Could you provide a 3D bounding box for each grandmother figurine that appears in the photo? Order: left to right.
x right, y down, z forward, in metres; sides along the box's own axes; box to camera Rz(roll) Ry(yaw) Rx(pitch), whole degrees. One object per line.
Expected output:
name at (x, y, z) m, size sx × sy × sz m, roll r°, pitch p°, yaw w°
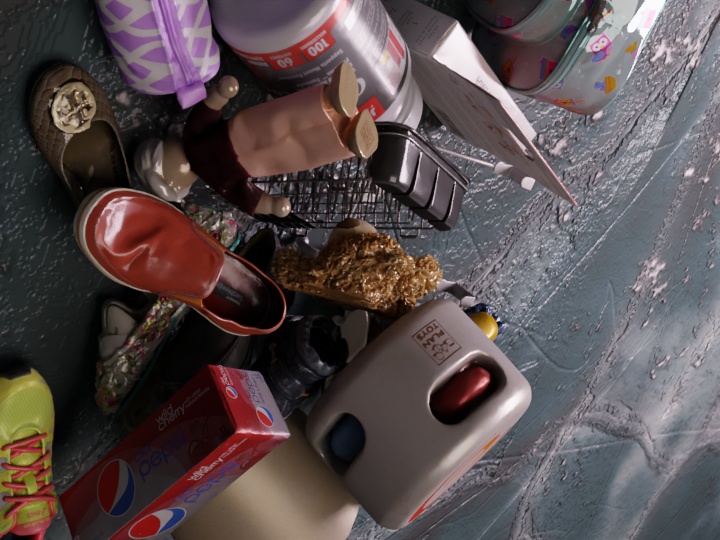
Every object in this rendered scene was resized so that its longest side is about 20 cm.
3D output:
grandmother figurine at (-0.087, -0.093, 0.947) m, size 0.061 × 0.198 × 0.123 m, roll -55°, pitch 130°, yaw -58°

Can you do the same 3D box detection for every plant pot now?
plant pot at (-0.124, 0.170, 1.134) m, size 0.187 × 0.187 × 0.201 m, roll -43°, pitch 128°, yaw -12°

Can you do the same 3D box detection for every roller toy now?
roller toy at (0.049, 0.120, 1.098) m, size 0.200 × 0.140 × 0.182 m, roll -45°, pitch 167°, yaw 8°

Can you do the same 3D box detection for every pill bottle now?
pill bottle at (-0.026, -0.175, 0.985) m, size 0.116 × 0.116 × 0.200 m, roll -50°, pitch 146°, yaw -4°

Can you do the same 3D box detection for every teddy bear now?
teddy bear at (0.000, 0.000, 1.071) m, size 0.200 × 0.143 × 0.068 m, roll 29°, pitch 71°, yaw -65°

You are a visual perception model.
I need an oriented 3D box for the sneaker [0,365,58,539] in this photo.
sneaker at (-0.279, 0.172, 1.019) m, size 0.078 × 0.090 × 0.202 m, roll -14°, pitch 127°, yaw -38°

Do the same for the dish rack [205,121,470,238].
dish rack at (-0.023, -0.070, 1.035) m, size 0.153 × 0.198 × 0.055 m, roll 32°, pitch 62°, yaw -59°

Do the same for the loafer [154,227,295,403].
loafer at (-0.120, 0.038, 1.063) m, size 0.201 × 0.072 × 0.073 m, roll -59°, pitch 152°, yaw -50°

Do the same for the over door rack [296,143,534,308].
over door rack at (0.049, -0.060, 1.190) m, size 0.198 × 0.067 × 0.149 m, roll 17°, pitch 107°, yaw -30°

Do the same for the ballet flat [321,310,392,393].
ballet flat at (-0.008, 0.092, 1.261) m, size 0.073 × 0.073 × 0.202 m, roll -8°, pitch 121°, yaw -43°

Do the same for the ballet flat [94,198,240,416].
ballet flat at (-0.178, 0.025, 1.042) m, size 0.064 × 0.076 × 0.201 m, roll 35°, pitch 87°, yaw -23°

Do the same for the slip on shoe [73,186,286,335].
slip on shoe at (-0.134, -0.005, 0.960) m, size 0.199 × 0.061 × 0.075 m, roll 34°, pitch 73°, yaw -37°

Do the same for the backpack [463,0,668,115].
backpack at (0.181, -0.248, 1.107) m, size 0.152 × 0.176 × 0.202 m, roll 4°, pitch 115°, yaw -31°

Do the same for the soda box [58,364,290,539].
soda box at (-0.153, 0.158, 0.996) m, size 0.200 × 0.064 × 0.070 m, roll -41°, pitch 150°, yaw 24°

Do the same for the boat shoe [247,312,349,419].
boat shoe at (-0.048, 0.073, 1.119) m, size 0.091 × 0.071 × 0.200 m, roll -39°, pitch -171°, yaw 17°

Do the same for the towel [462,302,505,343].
towel at (0.082, 0.093, 1.293) m, size 0.110 × 0.049 × 0.200 m, roll -19°, pitch 166°, yaw -10°

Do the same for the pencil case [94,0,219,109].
pencil case at (-0.149, -0.216, 0.848) m, size 0.084 × 0.085 × 0.201 m, roll -34°, pitch 140°, yaw -20°

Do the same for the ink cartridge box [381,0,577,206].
ink cartridge box at (0.109, -0.153, 1.101) m, size 0.045 × 0.176 × 0.200 m, roll -53°, pitch 144°, yaw -2°

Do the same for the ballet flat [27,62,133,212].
ballet flat at (-0.200, -0.068, 0.944) m, size 0.067 × 0.046 × 0.202 m, roll -33°, pitch 139°, yaw -25°
